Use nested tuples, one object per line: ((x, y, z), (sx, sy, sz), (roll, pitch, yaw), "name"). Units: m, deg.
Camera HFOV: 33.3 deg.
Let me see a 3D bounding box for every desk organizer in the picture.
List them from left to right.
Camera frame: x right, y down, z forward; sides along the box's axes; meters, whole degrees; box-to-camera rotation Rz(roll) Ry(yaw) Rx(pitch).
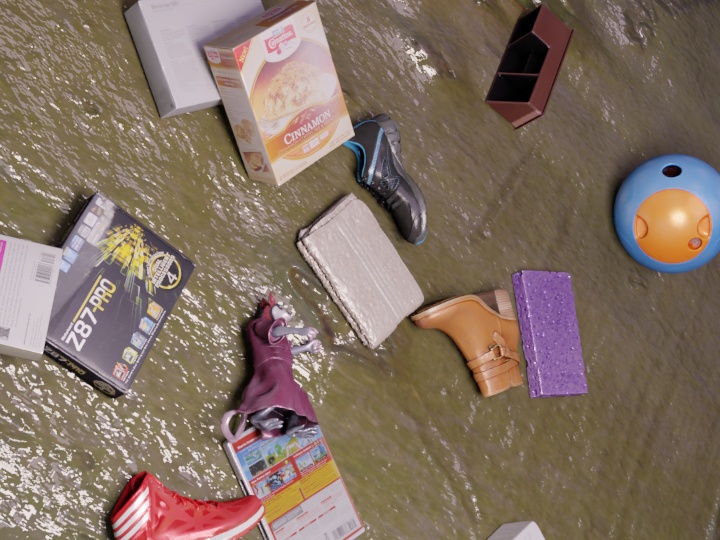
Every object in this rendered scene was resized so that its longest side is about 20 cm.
((0.285, -0.343, 2.023), (0.077, 0.071, 0.201), (36, 58, -21), "desk organizer")

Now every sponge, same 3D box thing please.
((0.305, 0.102, 1.938), (0.111, 0.030, 0.203), (1, 76, -37), "sponge")

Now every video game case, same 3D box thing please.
((-0.086, 0.288, 1.597), (0.142, 0.017, 0.202), (-26, 93, -39), "video game case")

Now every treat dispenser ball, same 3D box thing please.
((0.533, -0.096, 2.055), (0.199, 0.200, 0.203), (11, 70, -34), "treat dispenser ball")

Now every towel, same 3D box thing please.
((0.000, 0.000, 1.735), (0.132, 0.034, 0.201), (-41, 103, -36), "towel")

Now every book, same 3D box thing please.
((-0.446, 0.015, 1.357), (0.198, 0.048, 0.135), (15, 63, -19), "book")

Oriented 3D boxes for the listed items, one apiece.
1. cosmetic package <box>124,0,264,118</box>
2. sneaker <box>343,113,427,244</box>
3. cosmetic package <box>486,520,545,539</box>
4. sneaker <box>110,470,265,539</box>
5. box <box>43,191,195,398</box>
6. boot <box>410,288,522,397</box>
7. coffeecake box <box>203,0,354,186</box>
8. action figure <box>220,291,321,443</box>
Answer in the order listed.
((-0.207, -0.304, 1.652), (0.199, 0.051, 0.152), (-20, 92, -39), "cosmetic package")
((0.036, -0.127, 1.785), (0.081, 0.073, 0.202), (-20, 84, -22), "sneaker")
((0.192, 0.456, 1.724), (0.199, 0.074, 0.102), (-35, 98, -39), "cosmetic package")
((-0.211, 0.286, 1.466), (0.199, 0.078, 0.117), (-20, 91, -40), "sneaker")
((-0.313, 0.030, 1.479), (0.161, 0.049, 0.201), (37, 59, -19), "box")
((0.168, 0.114, 1.806), (0.198, 0.073, 0.157), (-8, 86, -35), "boot")
((-0.107, -0.243, 1.641), (0.153, 0.073, 0.202), (-36, 123, -31), "coffeecake box")
((-0.118, 0.126, 1.585), (0.147, 0.134, 0.202), (-15, 62, -1), "action figure")
